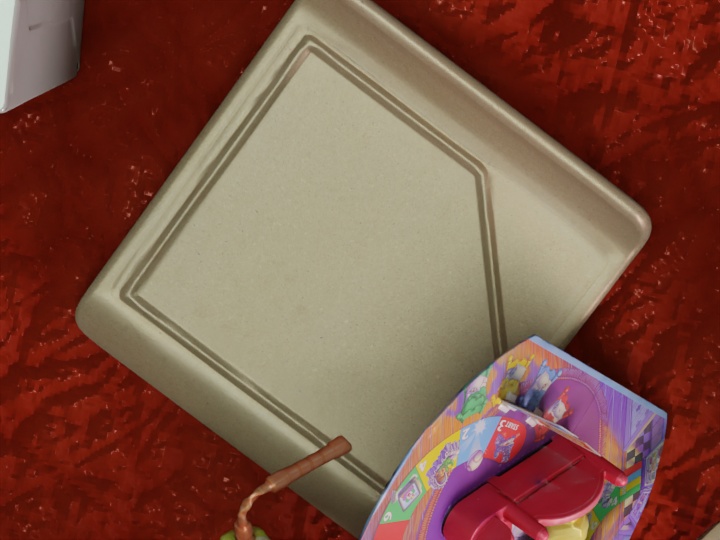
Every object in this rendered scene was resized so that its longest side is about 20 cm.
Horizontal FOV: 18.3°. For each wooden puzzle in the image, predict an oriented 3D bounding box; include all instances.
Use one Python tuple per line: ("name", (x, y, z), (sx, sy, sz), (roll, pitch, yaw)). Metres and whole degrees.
("wooden puzzle", (0.000, 0.000, 0.986), (0.185, 0.037, 0.200), (37, 104, -3))

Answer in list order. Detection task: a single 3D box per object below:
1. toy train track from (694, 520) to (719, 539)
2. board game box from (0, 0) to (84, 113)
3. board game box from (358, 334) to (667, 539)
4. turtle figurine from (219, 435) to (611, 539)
("toy train track", (0.090, 0.183, 0.948), (0.200, 0.115, 0.033), (-39, 83, -11))
("board game box", (-0.224, -0.115, 0.925), (0.198, 0.148, 0.065), (7, 100, 2))
("board game box", (0.073, 0.119, 0.921), (0.039, 0.200, 0.159), (32, 92, 36))
("turtle figurine", (0.013, 0.154, 0.968), (0.199, 0.065, 0.162), (7, 126, -38))
